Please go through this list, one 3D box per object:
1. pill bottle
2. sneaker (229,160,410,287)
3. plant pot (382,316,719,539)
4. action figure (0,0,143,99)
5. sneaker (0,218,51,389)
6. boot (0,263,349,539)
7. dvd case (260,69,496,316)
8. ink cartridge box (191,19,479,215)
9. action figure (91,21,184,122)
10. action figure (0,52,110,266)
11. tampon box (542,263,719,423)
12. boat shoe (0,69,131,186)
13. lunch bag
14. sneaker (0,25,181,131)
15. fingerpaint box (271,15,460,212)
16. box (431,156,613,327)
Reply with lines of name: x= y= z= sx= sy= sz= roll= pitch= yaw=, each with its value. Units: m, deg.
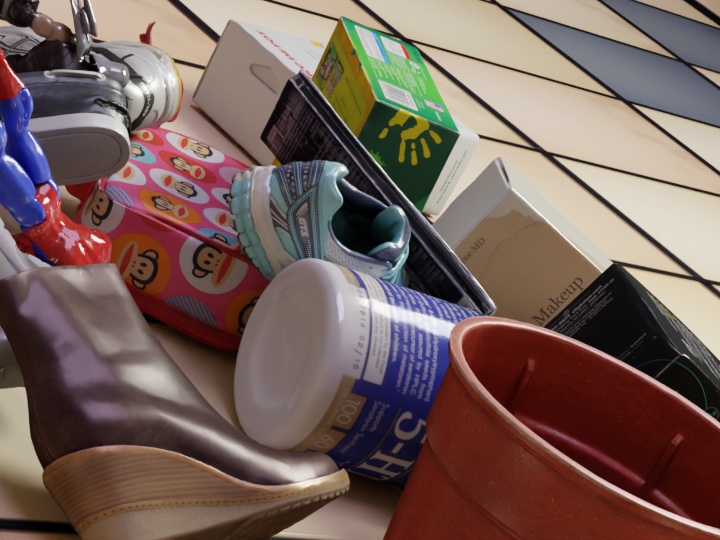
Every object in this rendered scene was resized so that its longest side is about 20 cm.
pill bottle: x=0.033 y=0.075 z=1.582 sx=0.199 sy=0.120 sz=0.120 roll=18 pitch=19 yaw=-29
sneaker: x=0.000 y=0.000 z=1.621 sx=0.200 sy=0.086 sz=0.078 roll=45 pitch=40 yaw=-44
plant pot: x=0.090 y=0.160 z=1.295 sx=0.200 sy=0.196 sz=0.201 roll=25 pitch=17 yaw=-8
action figure: x=-0.240 y=-0.123 z=1.651 sx=0.198 sy=0.131 sz=0.069 roll=-4 pitch=1 yaw=-1
sneaker: x=-0.235 y=0.006 z=1.439 sx=0.082 sy=0.075 sz=0.199 roll=-18 pitch=33 yaw=-37
boot: x=-0.100 y=0.068 z=1.373 sx=0.199 sy=0.072 sz=0.167 roll=-5 pitch=66 yaw=-49
dvd case: x=0.009 y=-0.034 z=1.694 sx=0.200 sy=0.016 sz=0.149 roll=51 pitch=-15 yaw=3
ink cartridge box: x=-0.022 y=-0.129 z=2.152 sx=0.199 sy=0.083 sz=0.146 roll=10 pitch=25 yaw=-46
action figure: x=-0.175 y=-0.146 z=1.865 sx=0.065 sy=0.100 sz=0.200 roll=5 pitch=-5 yaw=-16
action figure: x=-0.218 y=-0.046 z=1.532 sx=0.098 sy=0.201 sz=0.065 roll=-6 pitch=34 yaw=36
tampon box: x=0.176 y=0.128 z=1.503 sx=0.200 sy=0.150 sz=0.126 roll=44 pitch=10 yaw=-26
boat shoe: x=-0.244 y=-0.088 z=1.596 sx=0.198 sy=0.076 sz=0.061 roll=0 pitch=50 yaw=-9
lunch bag: x=-0.123 y=-0.032 z=1.712 sx=0.175 sy=0.082 sz=0.200 roll=27 pitch=17 yaw=-4
sneaker: x=-0.225 y=-0.125 z=1.728 sx=0.198 sy=0.076 sz=0.088 roll=-1 pitch=13 yaw=22
fingerpaint box: x=-0.005 y=-0.073 z=1.870 sx=0.073 sy=0.168 sz=0.200 roll=21 pitch=17 yaw=-16
box: x=0.144 y=0.021 z=1.870 sx=0.200 sy=0.095 sz=0.078 roll=40 pitch=12 yaw=-17
